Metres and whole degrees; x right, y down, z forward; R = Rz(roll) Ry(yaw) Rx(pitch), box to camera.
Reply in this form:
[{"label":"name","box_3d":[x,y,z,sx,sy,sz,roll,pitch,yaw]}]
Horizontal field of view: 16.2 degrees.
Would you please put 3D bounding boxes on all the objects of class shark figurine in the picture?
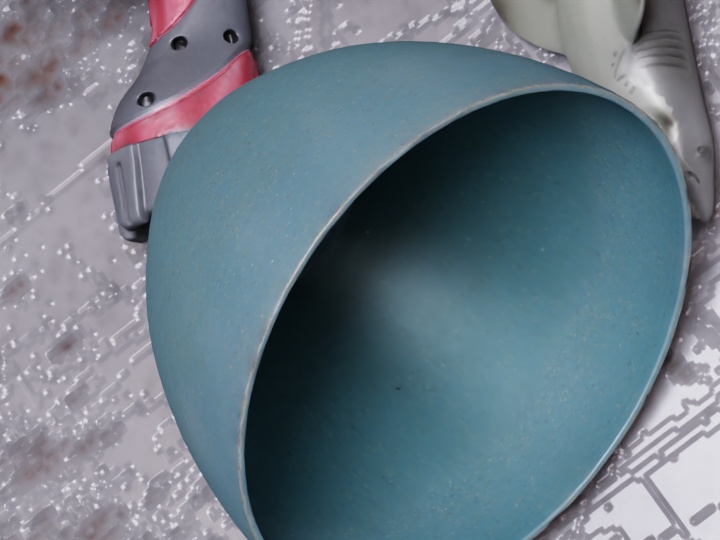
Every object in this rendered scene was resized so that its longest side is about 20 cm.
[{"label":"shark figurine","box_3d":[0.111,-0.141,0.924,0.089,0.215,0.128,-20,40,-25]}]

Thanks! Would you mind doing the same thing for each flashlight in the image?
[{"label":"flashlight","box_3d":[-0.077,-0.114,0.989,0.068,0.068,0.201,-15,79,27]}]

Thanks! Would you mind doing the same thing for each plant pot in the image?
[{"label":"plant pot","box_3d":[0.000,0.000,0.902,0.135,0.200,0.201,35,93,41]}]
